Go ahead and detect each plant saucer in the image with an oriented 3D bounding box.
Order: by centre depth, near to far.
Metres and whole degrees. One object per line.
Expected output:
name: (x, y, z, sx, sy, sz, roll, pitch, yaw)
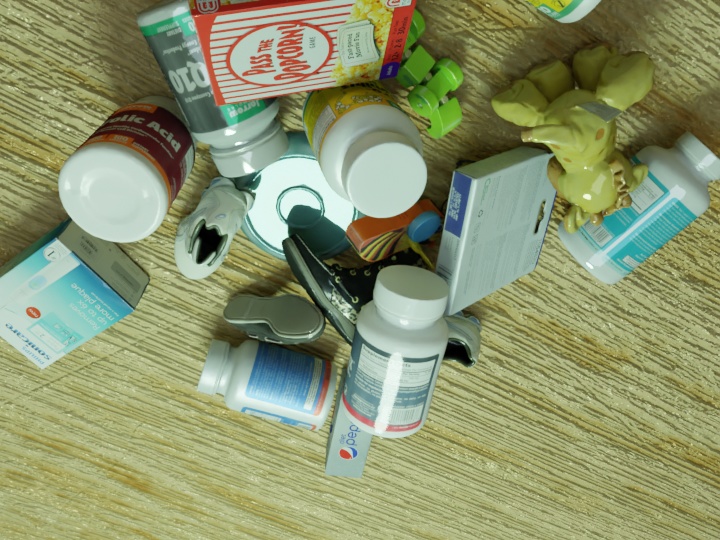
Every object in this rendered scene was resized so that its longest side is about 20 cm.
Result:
plant saucer: (-0.082, -0.090, 0.868, 0.200, 0.027, 0.200, 0, 122, 0)

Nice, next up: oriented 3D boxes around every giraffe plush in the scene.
giraffe plush: (0.263, -0.143, 0.731, 0.172, 0.200, 0.162, -19, 125, 14)

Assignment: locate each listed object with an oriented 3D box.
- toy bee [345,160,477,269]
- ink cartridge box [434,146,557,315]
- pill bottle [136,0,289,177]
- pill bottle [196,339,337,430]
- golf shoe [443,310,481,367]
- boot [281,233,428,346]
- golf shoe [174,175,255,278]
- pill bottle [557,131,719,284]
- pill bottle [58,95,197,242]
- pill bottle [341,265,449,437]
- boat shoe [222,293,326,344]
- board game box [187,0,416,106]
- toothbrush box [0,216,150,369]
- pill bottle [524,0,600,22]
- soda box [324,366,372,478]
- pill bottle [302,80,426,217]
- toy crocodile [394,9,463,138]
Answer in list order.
toy bee: (0.077, -0.055, 0.842, 0.200, 0.131, 0.109, -9, 147, -6)
ink cartridge box: (0.182, -0.059, 0.833, 0.200, 0.041, 0.200, -21, 131, -38)
pill bottle: (-0.163, -0.219, 0.735, 0.113, 0.113, 0.200, -16, 121, 11)
pill bottle: (-0.145, 0.172, 0.985, 0.200, 0.112, 0.112, 18, 121, -11)
golf shoe: (0.088, 0.088, 0.939, 0.200, 0.097, 0.078, 13, 124, -5)
boot: (0.000, 0.000, 0.882, 0.154, 0.073, 0.204, -39, 106, -10)
golf shoe: (-0.213, -0.036, 0.841, 0.078, 0.097, 0.200, 26, 136, -12)
pill bottle: (0.364, -0.083, 0.817, 0.111, 0.111, 0.200, 35, 117, -20)
pill bottle: (-0.260, -0.129, 0.742, 0.114, 0.200, 0.114, 0, 123, 0)
pill bottle: (0.048, 0.101, 0.809, 0.119, 0.120, 0.200, 9, 116, -5)
boat shoe: (-0.115, 0.073, 0.913, 0.200, 0.067, 0.057, 6, 151, 40)
board game box: (-0.055, -0.231, 0.610, 0.200, 0.046, 0.152, -11, 167, -7)
toothbrush box: (-0.436, 0.031, 0.915, 0.200, 0.085, 0.146, -28, 118, 19)
pill bottle: (0.164, -0.351, 0.647, 0.200, 0.113, 0.113, 24, 120, -14)
soda box: (-0.014, 0.260, 1.067, 0.068, 0.063, 0.200, 8, 123, -6)
pill bottle: (0.004, -0.144, 0.710, 0.113, 0.200, 0.113, -7, 125, -10)
toy crocodile: (0.058, -0.246, 0.751, 0.200, 0.062, 0.068, 47, 73, -22)
